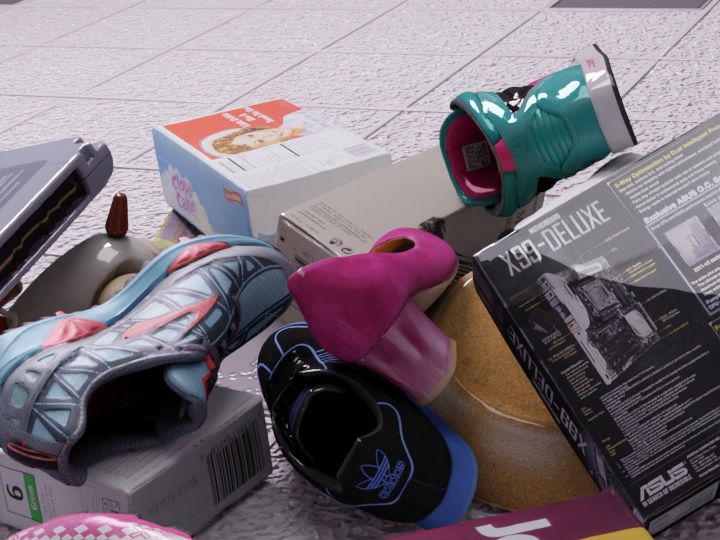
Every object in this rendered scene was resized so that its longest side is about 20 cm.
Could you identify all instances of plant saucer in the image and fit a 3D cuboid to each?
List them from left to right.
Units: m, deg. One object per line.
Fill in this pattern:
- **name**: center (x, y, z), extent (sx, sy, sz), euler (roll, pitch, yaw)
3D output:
- **plant saucer**: center (0.112, 0.044, 0.820), extent (0.198, 0.036, 0.201), euler (-6, 41, 5)

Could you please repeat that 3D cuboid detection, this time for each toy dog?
- **toy dog**: center (-0.215, 0.006, 1.004), extent (0.198, 0.097, 0.131), euler (-19, 25, -29)

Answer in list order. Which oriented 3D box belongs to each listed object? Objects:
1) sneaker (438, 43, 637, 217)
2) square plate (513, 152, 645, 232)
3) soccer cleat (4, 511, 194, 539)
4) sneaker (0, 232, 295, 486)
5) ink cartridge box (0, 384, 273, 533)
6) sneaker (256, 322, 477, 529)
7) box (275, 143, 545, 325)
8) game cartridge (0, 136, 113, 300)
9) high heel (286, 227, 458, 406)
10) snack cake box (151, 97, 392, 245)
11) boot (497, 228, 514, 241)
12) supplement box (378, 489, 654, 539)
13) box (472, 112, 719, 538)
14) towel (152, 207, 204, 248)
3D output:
- **sneaker**: center (0.113, -0.088, 0.986), extent (0.120, 0.084, 0.200), euler (-20, 3, 9)
- **square plate**: center (0.208, -0.015, 0.860), extent (0.197, 0.029, 0.200), euler (24, 24, 18)
- **soccer cleat**: center (-0.086, 0.152, 0.647), extent (0.198, 0.071, 0.086), euler (1, 23, 17)
- **sneaker**: center (-0.099, 0.053, 0.781), extent (0.199, 0.080, 0.095), euler (-30, 45, -33)
- **ink cartridge box**: center (-0.158, 0.096, 0.834), extent (0.198, 0.051, 0.109), euler (9, 27, 35)
- **sneaker**: center (-0.017, 0.069, 0.799), extent (0.078, 0.071, 0.200), euler (27, 3, -34)
- **box**: center (0.035, -0.022, 1.007), extent (0.199, 0.083, 0.068), euler (-27, 48, -37)
- **game cartridge**: center (-0.258, -0.019, 0.974), extent (0.132, 0.041, 0.200), euler (-4, 32, 27)
- **high heel**: center (0.000, 0.000, 0.822), extent (0.067, 0.096, 0.200), euler (-45, 16, 19)
- **snack cake box**: center (-0.067, -0.067, 1.124), extent (0.114, 0.068, 0.200), euler (-17, 24, -21)
- **boot**: center (0.210, -0.010, 0.966), extent (0.187, 0.069, 0.199), euler (15, 30, 43)
- **supplement box**: center (0.025, 0.169, 0.533), extent (0.198, 0.104, 0.131), euler (-10, 21, -11)
- **box**: center (0.177, 0.015, 0.745), extent (0.199, 0.050, 0.158), euler (-30, 66, -5)
- **towel**: center (-0.063, -0.022, 1.131), extent (0.198, 0.023, 0.144), euler (-2, 22, 10)
